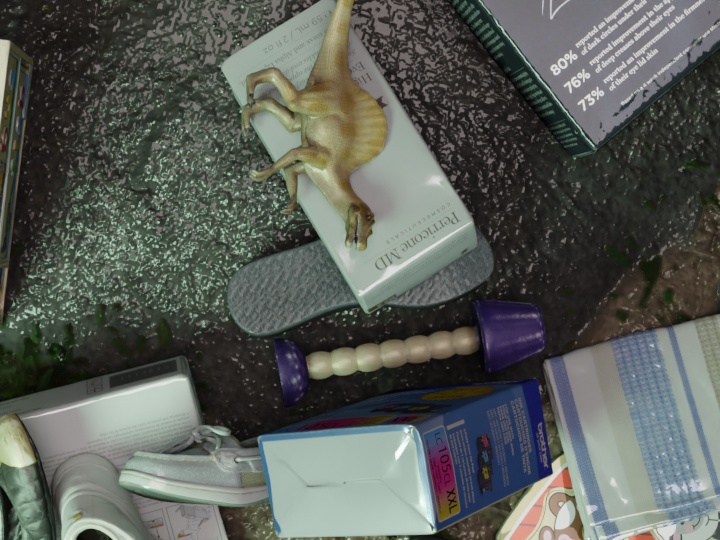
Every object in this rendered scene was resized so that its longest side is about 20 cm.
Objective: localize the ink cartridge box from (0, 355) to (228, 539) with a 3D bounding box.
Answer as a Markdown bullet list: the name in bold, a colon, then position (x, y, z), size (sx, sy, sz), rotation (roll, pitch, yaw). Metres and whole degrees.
- **ink cartridge box**: position (-0.201, 0.171, 1.314), size (0.198, 0.044, 0.175), rotation (-14, 111, -3)

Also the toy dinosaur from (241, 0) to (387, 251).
- **toy dinosaur**: position (-0.031, -0.111, 1.237), size (0.100, 0.058, 0.202), rotation (-1, 86, -10)

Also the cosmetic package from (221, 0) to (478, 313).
- **cosmetic package**: position (-0.007, -0.082, 1.283), size (0.101, 0.074, 0.201), rotation (-32, 76, -2)

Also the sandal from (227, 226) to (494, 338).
- **sandal**: position (-0.001, -0.001, 1.326), size (0.198, 0.043, 0.077), rotation (-10, 82, 2)

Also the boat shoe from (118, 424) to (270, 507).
- **boat shoe**: position (-0.082, 0.134, 1.274), size (0.200, 0.074, 0.066), rotation (3, 84, -36)

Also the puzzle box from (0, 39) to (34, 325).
- **puzzle box**: position (-0.261, -0.058, 1.260), size (0.025, 0.133, 0.202), rotation (7, 91, -3)

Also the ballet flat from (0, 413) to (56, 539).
- **ballet flat**: position (-0.244, 0.196, 1.256), size (0.056, 0.066, 0.202), rotation (-7, 112, -21)

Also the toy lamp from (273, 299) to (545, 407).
- **toy lamp**: position (0.037, 0.059, 1.317), size (0.198, 0.058, 0.059), rotation (-11, 92, -4)

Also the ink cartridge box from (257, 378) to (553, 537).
- **ink cartridge box**: position (0.043, 0.127, 1.254), size (0.135, 0.199, 0.077), rotation (-7, 92, 35)

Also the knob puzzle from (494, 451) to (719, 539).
- **knob puzzle**: position (0.200, 0.212, 1.343), size (0.217, 0.030, 0.222), rotation (0, 91, -3)

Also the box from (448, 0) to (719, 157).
- **box**: position (0.155, -0.205, 1.295), size (0.148, 0.104, 0.201), rotation (-38, 92, -2)

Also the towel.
- **towel**: position (0.244, 0.112, 1.334), size (0.198, 0.024, 0.148), rotation (-14, 75, -4)

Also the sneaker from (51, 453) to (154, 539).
- **sneaker**: position (-0.156, 0.236, 1.261), size (0.073, 0.116, 0.201), rotation (-31, 112, 1)

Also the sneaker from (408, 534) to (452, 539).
- **sneaker**: position (0.094, 0.280, 1.309), size (0.076, 0.091, 0.201), rotation (-36, 92, 0)
